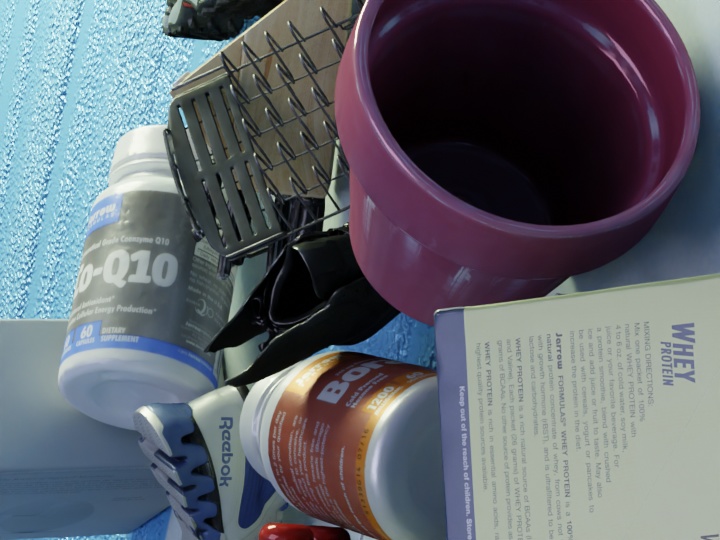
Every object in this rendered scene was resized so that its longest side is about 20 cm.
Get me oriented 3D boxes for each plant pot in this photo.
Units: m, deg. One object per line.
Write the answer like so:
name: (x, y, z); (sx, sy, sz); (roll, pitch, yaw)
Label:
plant pot: (0.074, -0.062, 1.449); (0.179, 0.200, 0.200); (112, 147, -58)

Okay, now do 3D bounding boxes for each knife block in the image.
knife block: (-0.039, -0.086, 1.738); (0.200, 0.176, 0.064); (-37, 8, 7)

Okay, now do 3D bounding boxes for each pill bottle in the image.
pill bottle: (0.006, 0.110, 1.611); (0.200, 0.112, 0.112); (10, 97, 59)
pill bottle: (-0.146, 0.004, 1.832); (0.114, 0.114, 0.200); (-37, 39, 53)

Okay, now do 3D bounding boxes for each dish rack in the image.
dish rack: (-0.033, -0.101, 1.641); (0.200, 0.055, 0.154); (-24, 60, 7)

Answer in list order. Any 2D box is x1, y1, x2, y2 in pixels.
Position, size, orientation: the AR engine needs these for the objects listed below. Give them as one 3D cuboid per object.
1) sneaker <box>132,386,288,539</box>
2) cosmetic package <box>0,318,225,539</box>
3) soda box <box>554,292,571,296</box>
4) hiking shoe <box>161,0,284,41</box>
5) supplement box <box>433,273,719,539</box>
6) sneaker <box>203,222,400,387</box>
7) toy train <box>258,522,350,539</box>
sneaker: (-0.073, 0.157, 1.781); (0.081, 0.115, 0.200); (38, 151, 55)
cosmetic package: (-0.231, 0.121, 1.925); (0.200, 0.199, 0.123); (-33, 62, 54)
soda box: (0.119, 0.110, 1.463); (0.063, 0.068, 0.200); (54, 133, 44)
hiking shoe: (-0.092, -0.222, 1.825); (0.200, 0.074, 0.087); (-11, 80, 59)
supplement box: (0.160, 0.109, 1.270); (0.200, 0.134, 0.200); (-9, 81, 36)
sneaker: (-0.002, -0.003, 1.581); (0.200, 0.104, 0.060); (-45, 65, 22)
toy train: (0.015, 0.207, 1.622); (0.116, 0.200, 0.085); (0, 83, 19)
